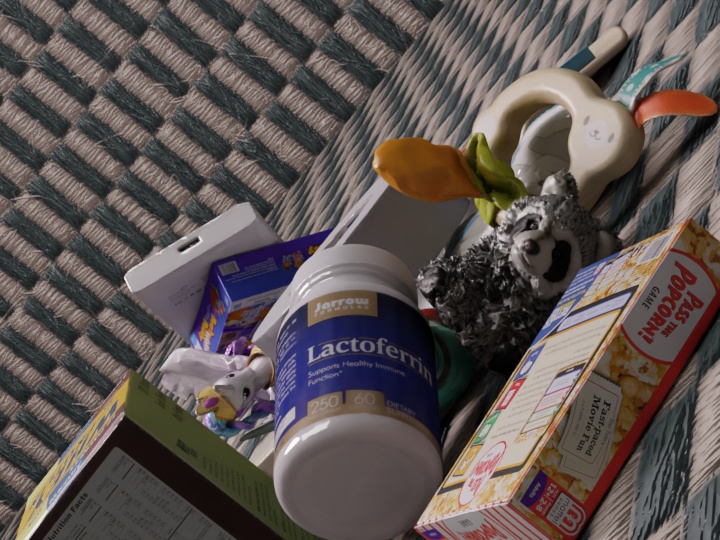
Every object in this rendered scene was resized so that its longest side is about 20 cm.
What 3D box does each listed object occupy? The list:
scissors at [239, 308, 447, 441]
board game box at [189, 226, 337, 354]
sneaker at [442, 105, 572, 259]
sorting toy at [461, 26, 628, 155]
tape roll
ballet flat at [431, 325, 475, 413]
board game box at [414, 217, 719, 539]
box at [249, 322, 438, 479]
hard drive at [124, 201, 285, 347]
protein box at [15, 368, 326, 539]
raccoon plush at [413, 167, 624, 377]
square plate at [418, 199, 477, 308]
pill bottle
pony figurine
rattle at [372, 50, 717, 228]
[{"bbox_3d":[0.003,0.093,1.694,0.199,0.073,0.014,-36,45,17],"label":"scissors"},{"bbox_3d":[-0.051,0.020,2.043,0.199,0.045,0.135,-17,-26,-24],"label":"board game box"},{"bbox_3d":[0.132,-0.042,1.689,0.200,0.076,0.081,-55,13,32],"label":"sneaker"},{"bbox_3d":[0.145,-0.136,2.032,0.200,0.036,0.185,-46,3,-40],"label":"sorting toy"},{"bbox_3d":[0.000,0.000,1.763,0.201,0.066,0.200,-49,4,5],"label":"tape roll"},{"bbox_3d":[0.019,0.116,1.670,0.200,0.068,0.070,-45,-27,28],"label":"ballet flat"},{"bbox_3d":[0.123,0.074,1.268,0.201,0.046,0.151,-55,8,-20],"label":"board game box"},{"bbox_3d":[-0.011,0.116,1.788,0.200,0.068,0.082,-47,9,33],"label":"box"},{"bbox_3d":[-0.124,0.011,2.035,0.131,0.026,0.200,-30,-24,4],"label":"hard drive"},{"bbox_3d":[-0.138,0.201,1.651,0.135,0.200,0.199,-51,8,2],"label":"protein box"},{"bbox_3d":[0.115,-0.010,1.573,0.134,0.097,0.200,-43,8,7],"label":"raccoon plush"},{"bbox_3d":[0.079,-0.001,1.946,0.199,0.028,0.200,-54,8,-19],"label":"square plate"},{"bbox_3d":[-0.003,0.081,1.536,0.116,0.115,0.201,-47,28,31],"label":"pill bottle"},{"bbox_3d":[-0.081,0.092,1.934,0.200,0.166,0.193,-41,-12,-25],"label":"pony figurine"},{"bbox_3d":[0.131,-0.108,1.566,0.199,0.142,0.131,-18,50,44],"label":"rattle"}]
